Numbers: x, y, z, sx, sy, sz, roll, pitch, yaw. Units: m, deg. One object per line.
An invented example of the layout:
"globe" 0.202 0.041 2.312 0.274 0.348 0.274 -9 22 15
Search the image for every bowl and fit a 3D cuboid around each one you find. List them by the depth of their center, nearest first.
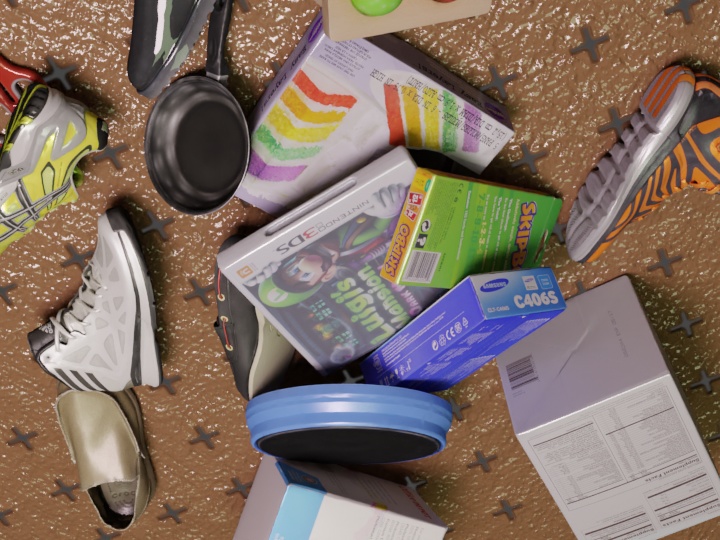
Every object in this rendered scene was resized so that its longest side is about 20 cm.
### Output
"bowl" -0.011 0.152 1.128 0.200 0.039 0.201 0 160 0

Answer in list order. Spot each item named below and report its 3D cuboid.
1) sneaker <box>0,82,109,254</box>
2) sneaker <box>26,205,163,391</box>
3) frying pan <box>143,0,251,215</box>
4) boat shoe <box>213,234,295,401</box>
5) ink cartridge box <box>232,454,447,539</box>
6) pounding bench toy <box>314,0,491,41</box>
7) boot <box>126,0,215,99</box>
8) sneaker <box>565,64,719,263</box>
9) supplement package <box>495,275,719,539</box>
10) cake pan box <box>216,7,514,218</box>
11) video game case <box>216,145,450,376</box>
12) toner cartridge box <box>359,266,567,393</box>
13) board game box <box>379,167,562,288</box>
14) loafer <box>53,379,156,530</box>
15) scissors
"sneaker" -0.280 -0.066 0.992 0.076 0.076 0.200 21 132 -26
"sneaker" -0.245 0.038 1.059 0.115 0.076 0.201 -11 129 -15
"frying pan" -0.136 -0.141 0.977 0.115 0.031 0.191 -3 92 33
"boat shoe" -0.100 0.049 1.103 0.063 0.074 0.202 24 137 20
"ink cartridge box" -0.015 0.280 1.204 0.200 0.129 0.125 20 94 -16
"pounding bench toy" -0.023 -0.240 0.813 0.200 0.156 0.124 -15 127 -18
"boot" -0.205 -0.243 0.882 0.200 0.066 0.165 25 107 -26
"sneaker" 0.271 -0.074 1.035 0.112 0.078 0.200 22 120 -17
"supplement package" 0.242 0.146 1.140 0.150 0.152 0.200 -24 123 13
"cake pan box" 0.005 -0.105 1.009 0.200 0.052 0.184 29 120 -23
"video game case" 0.000 0.000 1.024 0.182 0.023 0.200 -30 140 7
"toner cartridge box" 0.088 0.061 1.067 0.095 0.043 0.200 -7 158 -34
"board game box" 0.102 -0.030 1.015 0.200 0.030 0.096 6 108 -47
"loafer" -0.252 0.182 1.177 0.076 0.067 0.200 -13 125 5
"scissors" -0.309 -0.185 0.952 0.073 0.014 0.200 -15 124 9
